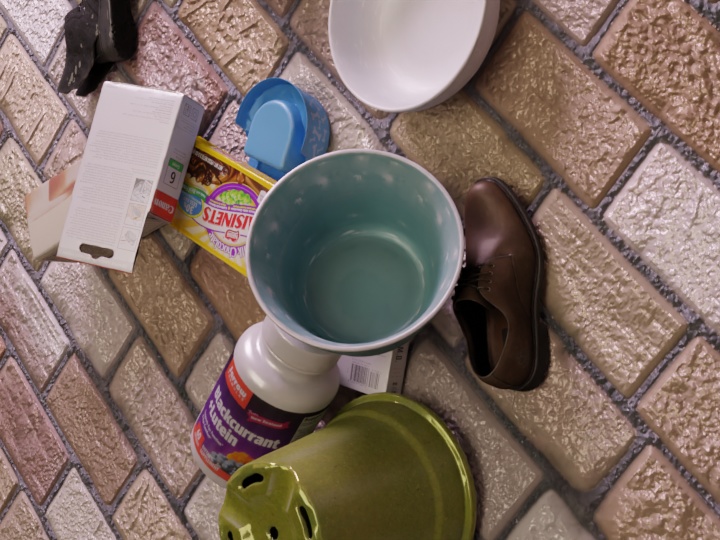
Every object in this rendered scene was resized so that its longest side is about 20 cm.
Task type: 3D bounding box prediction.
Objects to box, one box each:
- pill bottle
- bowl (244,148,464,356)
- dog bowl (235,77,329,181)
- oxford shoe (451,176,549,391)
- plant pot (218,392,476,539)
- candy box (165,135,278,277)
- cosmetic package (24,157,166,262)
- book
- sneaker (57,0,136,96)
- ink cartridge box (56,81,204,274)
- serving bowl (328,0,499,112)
[{"bbox_3d":[-0.087,0.122,1.381,0.112,0.111,0.201,54,132,31],"label":"pill bottle"},{"bbox_3d":[0.000,0.000,1.287,0.199,0.105,0.203,-3,65,6],"label":"bowl"},{"bbox_3d":[-0.095,-0.105,1.491,0.111,0.049,0.202,26,102,40],"label":"dog bowl"},{"bbox_3d":[0.121,0.008,1.264,0.072,0.084,0.202,-21,71,40],"label":"oxford shoe"},{"bbox_3d":[-0.025,0.225,1.288,0.199,0.183,0.203,4,97,40],"label":"plant pot"},{"bbox_3d":[-0.137,-0.063,1.474,0.199,0.026,0.103,31,108,40],"label":"candy box"},{"bbox_3d":[-0.296,-0.083,1.635,0.199,0.103,0.088,-24,71,36],"label":"cosmetic package"},{"bbox_3d":[-0.001,0.016,1.399,0.133,0.048,0.202,15,98,41],"label":"book"},{"bbox_3d":[-0.329,-0.321,1.713,0.103,0.060,0.202,-3,87,37],"label":"sneaker"},{"bbox_3d":[-0.250,-0.098,1.502,0.108,0.050,0.202,12,83,26],"label":"ink cartridge box"},{"bbox_3d":[0.062,-0.250,1.354,0.199,0.065,0.202,-6,82,42],"label":"serving bowl"}]
